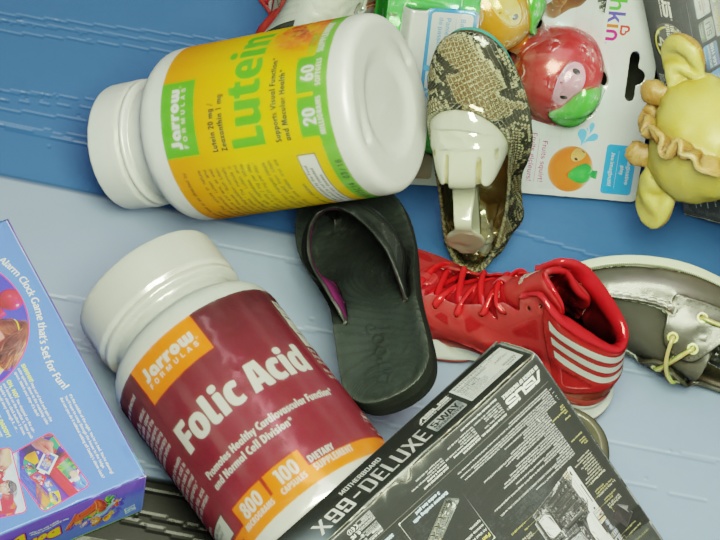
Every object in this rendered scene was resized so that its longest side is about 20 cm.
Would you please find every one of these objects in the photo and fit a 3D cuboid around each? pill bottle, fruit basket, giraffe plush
[{"bbox_3d":[-0.072,0.079,1.080,0.114,0.114,0.200,-28,65,-27],"label":"pill bottle"},{"bbox_3d":[0.105,-0.140,1.242,0.199,0.186,0.094,6,16,-3],"label":"fruit basket"},{"bbox_3d":[-0.069,-0.091,1.158,0.199,0.111,0.111,-7,48,28],"label":"pill bottle"},{"bbox_3d":[0.255,-0.066,1.168,0.162,0.200,0.173,25,91,38],"label":"giraffe plush"}]

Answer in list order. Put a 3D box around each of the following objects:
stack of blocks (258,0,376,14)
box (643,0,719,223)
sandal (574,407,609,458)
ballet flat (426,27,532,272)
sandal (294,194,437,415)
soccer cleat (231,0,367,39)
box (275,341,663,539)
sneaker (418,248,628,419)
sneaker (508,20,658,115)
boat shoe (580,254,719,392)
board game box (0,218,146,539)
[{"bbox_3d":[-0.055,-0.256,1.318,0.058,0.115,0.200,-23,64,-25],"label":"stack of blocks"},{"bbox_3d":[0.273,-0.157,1.275,0.161,0.201,0.049,-30,29,-28],"label":"box"},{"bbox_3d":[0.105,0.162,1.093,0.081,0.055,0.201,23,60,5],"label":"sandal"},{"bbox_3d":[0.072,-0.063,1.161,0.067,0.200,0.076,12,59,14],"label":"ballet flat"},{"bbox_3d":[0.001,0.000,1.134,0.075,0.048,0.201,-28,43,8],"label":"sandal"},{"bbox_3d":[-0.028,-0.155,1.217,0.085,0.200,0.069,50,29,10],"label":"soccer cleat"},{"bbox_3d":[0.057,0.163,1.002,0.200,0.050,0.158,-41,109,-14],"label":"box"},{"bbox_3d":[0.081,0.010,1.159,0.199,0.116,0.079,24,54,5],"label":"sneaker"},{"bbox_3d":[0.139,-0.165,1.309,0.199,0.091,0.076,27,49,6],"label":"sneaker"},{"bbox_3d":[0.224,0.045,1.192,0.200,0.072,0.061,14,50,-5],"label":"boat shoe"},{"bbox_3d":[-0.231,0.077,1.092,0.134,0.045,0.200,-20,62,-24],"label":"board game box"}]
